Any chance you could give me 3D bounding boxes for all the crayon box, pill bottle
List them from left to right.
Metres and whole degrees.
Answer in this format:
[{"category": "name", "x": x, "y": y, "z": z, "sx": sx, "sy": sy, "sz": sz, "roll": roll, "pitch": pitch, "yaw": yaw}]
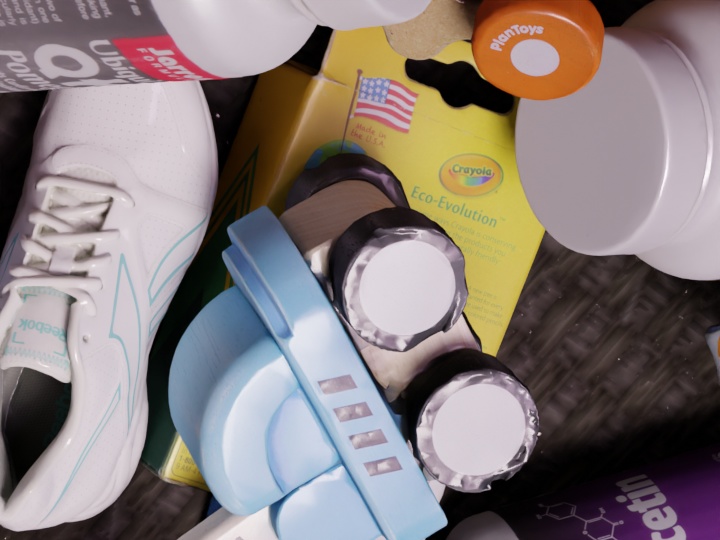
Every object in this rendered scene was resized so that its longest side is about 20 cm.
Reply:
[{"category": "pill bottle", "x": -0.076, "y": -0.118, "z": 0.976, "sx": 0.199, "sy": 0.111, "sz": 0.111, "roll": -2, "pitch": 130, "yaw": 29}, {"category": "crayon box", "x": 0.000, "y": 0.000, "z": 1.154, "sx": 0.127, "sy": 0.051, "sz": 0.201, "roll": 20, "pitch": 94, "yaw": -30}, {"category": "pill bottle", "x": 0.111, "y": 0.146, "z": 1.264, "sx": 0.199, "sy": 0.112, "sz": 0.113, "roll": -15, "pitch": 123, "yaw": -15}, {"category": "pill bottle", "x": 0.162, "y": -0.054, "z": 1.144, "sx": 0.200, "sy": 0.112, "sz": 0.113, "roll": -5, "pitch": 121, "yaw": -38}]

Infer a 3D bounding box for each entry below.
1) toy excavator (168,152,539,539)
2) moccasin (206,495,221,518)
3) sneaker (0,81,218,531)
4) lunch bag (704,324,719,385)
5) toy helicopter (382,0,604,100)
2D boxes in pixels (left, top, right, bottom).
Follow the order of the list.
[{"category": "toy excavator", "x": -0.034, "y": 0.082, "z": 1.087, "sx": 0.200, "sy": 0.100, "sz": 0.195, "roll": -29, "pitch": 113, "yaw": -3}, {"category": "moccasin", "x": -0.042, "y": 0.175, "z": 1.236, "sx": 0.068, "sy": 0.080, "sz": 0.201, "roll": 7, "pitch": 116, "yaw": -31}, {"category": "sneaker", "x": -0.102, "y": 0.004, "z": 1.083, "sx": 0.070, "sy": 0.080, "sz": 0.201, "roll": 12, "pitch": 98, "yaw": 13}, {"category": "lunch bag", "x": 0.245, "y": 0.024, "z": 1.158, "sx": 0.199, "sy": 0.076, "sz": 0.160, "roll": -19, "pitch": 169, "yaw": 20}, {"category": "toy helicopter", "x": -0.008, "y": -0.127, "z": 1.047, "sx": 0.199, "sy": 0.079, "sz": 0.132, "roll": -5, "pitch": 137, "yaw": 19}]
